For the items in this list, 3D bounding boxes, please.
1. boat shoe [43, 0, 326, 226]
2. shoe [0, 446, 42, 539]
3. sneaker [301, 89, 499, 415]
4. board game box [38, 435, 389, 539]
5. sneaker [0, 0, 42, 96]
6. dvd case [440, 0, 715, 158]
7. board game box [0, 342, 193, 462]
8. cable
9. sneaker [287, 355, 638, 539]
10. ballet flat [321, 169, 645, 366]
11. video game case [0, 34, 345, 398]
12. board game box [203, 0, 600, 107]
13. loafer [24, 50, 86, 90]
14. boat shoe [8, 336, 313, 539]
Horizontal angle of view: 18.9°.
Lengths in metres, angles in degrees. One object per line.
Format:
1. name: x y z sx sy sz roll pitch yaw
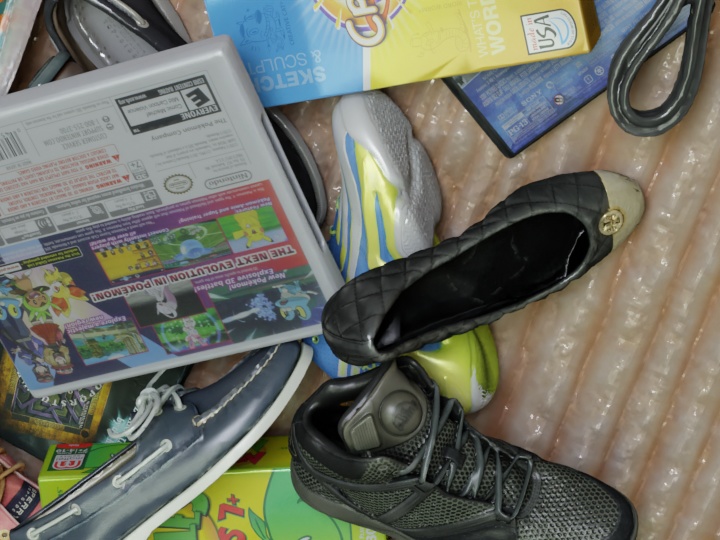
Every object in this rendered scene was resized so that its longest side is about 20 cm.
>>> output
1. boat shoe: -0.098 -0.088 1.199 0.074 0.060 0.200 -34 99 27
2. shoe: -0.230 0.118 1.284 0.091 0.072 0.200 17 141 13
3. sneaker: 0.000 0.000 1.200 0.105 0.076 0.200 -14 108 21
4. board game box: -0.083 0.154 1.277 0.200 0.048 0.102 -3 111 3
5. sneaker: -0.215 -0.157 1.182 0.080 0.071 0.200 18 103 -15
6. dvd case: 0.071 -0.175 1.142 0.143 0.018 0.200 -36 99 25
7. board game box: -0.159 0.028 1.280 0.135 0.028 0.200 30 115 2
8. cable: 0.172 -0.169 1.102 0.097 0.050 0.200 -1 114 -6
9. sneaker: 0.052 0.110 1.167 0.199 0.076 0.114 19 156 13
10. ballet flat: 0.072 0.004 1.142 0.200 0.057 0.067 -26 118 -20
11. video game case: -0.126 -0.024 1.158 0.200 0.023 0.182 -13 122 18
12. board game box: 0.012 -0.173 1.125 0.200 0.040 0.153 -9 109 18
13. loafer: -0.192 -0.039 1.215 0.063 0.072 0.200 36 127 -5
14. boat shoe: -0.111 0.100 1.206 0.200 0.075 0.062 -44 97 10
